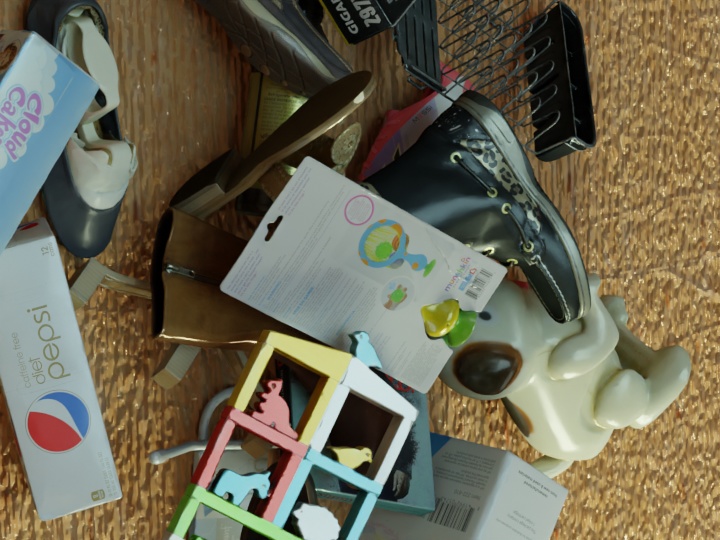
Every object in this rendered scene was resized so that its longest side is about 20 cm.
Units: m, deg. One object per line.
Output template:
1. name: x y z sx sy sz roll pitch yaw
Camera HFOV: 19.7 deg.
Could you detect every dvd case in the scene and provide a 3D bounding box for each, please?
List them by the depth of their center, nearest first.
1. dvd case: -0.007 0.086 1.634 0.146 0.022 0.201 15 60 -38

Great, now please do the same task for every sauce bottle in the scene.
1. sauce bottle: -0.054 -0.139 1.594 0.065 0.065 0.201 8 91 -38

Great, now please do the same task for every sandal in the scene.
1. sandal: -0.045 -0.072 1.521 0.070 0.211 0.078 49 38 -17

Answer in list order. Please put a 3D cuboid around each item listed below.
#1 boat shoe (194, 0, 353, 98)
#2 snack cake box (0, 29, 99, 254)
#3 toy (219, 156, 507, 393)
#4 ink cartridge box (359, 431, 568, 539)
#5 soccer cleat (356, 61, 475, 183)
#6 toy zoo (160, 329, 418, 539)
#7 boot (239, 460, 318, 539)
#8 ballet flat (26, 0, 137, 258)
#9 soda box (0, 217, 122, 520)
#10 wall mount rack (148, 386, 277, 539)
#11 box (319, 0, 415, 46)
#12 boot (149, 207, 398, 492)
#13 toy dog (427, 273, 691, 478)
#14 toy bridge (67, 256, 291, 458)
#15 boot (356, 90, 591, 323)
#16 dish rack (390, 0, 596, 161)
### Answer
1. boat shoe: -0.075 -0.210 1.529 0.200 0.074 0.073 43 70 -9
2. snack cake box: -0.274 -0.063 1.398 0.067 0.115 0.201 39 71 -34
3. toy: 0.000 0.000 1.525 0.200 0.047 0.115 29 100 -29
4. ink cartridge box: 0.058 0.240 1.671 0.085 0.144 0.201 35 73 -38
5. soccer cleat: 0.029 -0.085 1.671 0.073 0.068 0.200 46 64 -10
6. toy zoo: -0.043 0.133 1.490 0.131 0.020 0.201 28 80 -18
7. boot: -0.036 0.231 1.569 0.097 0.074 0.201 -16 112 -53
8. ballet flat: -0.196 -0.105 1.483 0.073 0.073 0.201 -15 104 -36
9. soda box: -0.226 0.070 1.470 0.063 0.068 0.201 -16 106 -11
10. wall mount rack: -0.108 0.192 1.580 0.173 0.074 0.201 1 93 -38
11. box: 0.005 -0.287 1.577 0.160 0.049 0.200 55 39 -18
12. boot: -0.062 0.060 1.526 0.199 0.068 0.189 18 62 -38
13. toy dog: 0.139 0.072 1.742 0.200 0.140 0.194 26 109 -37
14. toy bridge: -0.129 0.057 1.542 0.200 0.027 0.067 39 54 -13
15. boot: 0.078 -0.017 1.612 0.153 0.073 0.204 -35 107 -17
16. dish rack: 0.103 -0.183 1.679 0.200 0.054 0.154 29 43 -35
